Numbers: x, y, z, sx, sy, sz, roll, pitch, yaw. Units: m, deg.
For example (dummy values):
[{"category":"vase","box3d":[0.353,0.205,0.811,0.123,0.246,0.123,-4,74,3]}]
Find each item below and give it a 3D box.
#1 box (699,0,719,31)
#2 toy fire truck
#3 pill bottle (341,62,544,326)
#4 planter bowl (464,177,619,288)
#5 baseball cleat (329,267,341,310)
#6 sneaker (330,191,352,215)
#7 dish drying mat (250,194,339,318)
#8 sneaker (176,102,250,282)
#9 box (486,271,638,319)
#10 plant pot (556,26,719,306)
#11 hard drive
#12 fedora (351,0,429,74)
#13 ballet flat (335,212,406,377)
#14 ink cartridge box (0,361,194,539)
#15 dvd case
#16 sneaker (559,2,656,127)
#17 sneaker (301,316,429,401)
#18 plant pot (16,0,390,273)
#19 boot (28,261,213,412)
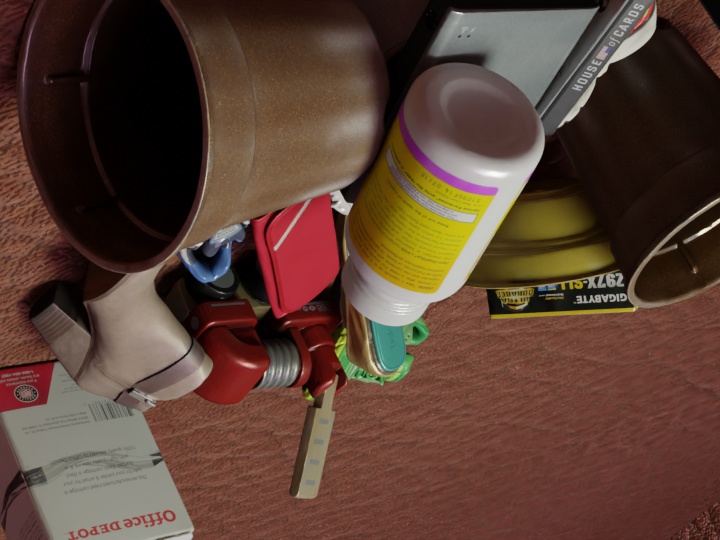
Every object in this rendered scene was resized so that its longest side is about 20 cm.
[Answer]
[{"category":"box","box3d":[0.338,-0.245,1.229,0.124,0.202,0.196,-37,154,21]},{"category":"toy fire truck","box3d":[-0.087,0.100,1.412,0.175,0.201,0.129,-3,144,-44]},{"category":"pill bottle","box3d":[0.050,-0.047,1.106,0.103,0.105,0.201,-12,148,-32]},{"category":"planter bowl","box3d":[0.187,-0.045,1.531,0.197,0.085,0.200,-10,-171,2]},{"category":"baseball cleat","box3d":[0.033,-0.036,1.463,0.200,0.070,0.106,-43,148,5]},{"category":"sneaker","box3d":[-0.012,-0.086,1.284,0.081,0.075,0.199,-52,148,17]},{"category":"dish drying mat","box3d":[-0.052,-0.019,1.297,0.077,0.018,0.201,-38,159,-14]},{"category":"sneaker","box3d":[-0.118,-0.062,1.215,0.076,0.086,0.201,-20,153,-19]},{"category":"box","box3d":[0.239,0.002,1.598,0.158,0.050,0.200,-3,-168,27]},{"category":"plant pot","box3d":[0.285,-0.105,1.414,0.198,0.200,0.201,-24,156,-12]},{"category":"hard drive","box3d":[0.076,-0.132,1.137,0.138,0.033,0.201,-9,146,-34]},{"category":"fedora","box3d":[0.032,-0.172,1.164,0.176,0.091,0.200,-35,154,11]},{"category":"ballet flat","box3d":[0.000,0.000,1.413,0.068,0.203,0.063,-13,-166,-40]},{"category":"ink cartridge box","box3d":[-0.260,0.187,1.388,0.144,0.201,0.084,-6,147,-40]},{"category":"dvd case","box3d":[0.177,-0.224,1.164,0.024,0.152,0.201,14,136,-22]},{"category":"sneaker","box3d":[0.175,-0.197,1.279,0.200,0.077,0.085,-46,151,-21]},{"category":"sneaker","box3d":[0.013,0.081,1.553,0.074,0.084,0.200,-43,177,42]},{"category":"plant pot","box3d":[-0.096,-0.114,1.035,0.197,0.201,0.201,-13,151,-45]},{"category":"boot","box3d":[-0.182,0.046,1.295,0.199,0.071,0.146,-27,125,37]}]
